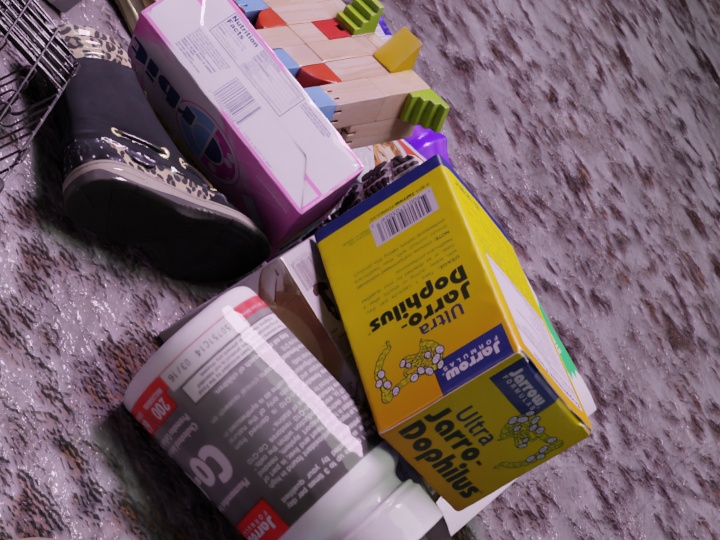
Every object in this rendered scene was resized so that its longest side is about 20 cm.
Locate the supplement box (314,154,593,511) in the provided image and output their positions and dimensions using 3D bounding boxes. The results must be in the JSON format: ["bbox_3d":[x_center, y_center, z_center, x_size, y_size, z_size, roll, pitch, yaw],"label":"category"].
[{"bbox_3d":[0.059,0.040,1.284,0.109,0.109,0.200,47,16,-41],"label":"supplement box"}]

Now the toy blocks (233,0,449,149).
[{"bbox_3d":[-0.046,-0.161,1.515,0.136,0.100,0.200,-14,49,-40],"label":"toy blocks"}]

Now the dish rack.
[{"bbox_3d":[-0.263,-0.134,1.224,0.154,0.054,0.200,50,31,-21],"label":"dish rack"}]

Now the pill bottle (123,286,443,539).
[{"bbox_3d":[-0.049,0.118,1.235,0.200,0.114,0.114,47,24,6],"label":"pill bottle"}]

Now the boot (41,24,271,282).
[{"bbox_3d":[-0.150,-0.084,1.373,0.203,0.073,0.154,26,37,-52],"label":"boot"}]

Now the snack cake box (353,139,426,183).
[{"bbox_3d":[-0.003,-0.077,1.642,0.200,0.067,0.115,39,30,-36],"label":"snack cake box"}]

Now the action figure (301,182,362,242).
[{"bbox_3d":[0.000,0.000,1.504,0.201,0.118,0.102,66,11,-1],"label":"action figure"}]

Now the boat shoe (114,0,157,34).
[{"bbox_3d":[-0.157,-0.226,1.526,0.201,0.063,0.073,54,25,-10],"label":"boat shoe"}]

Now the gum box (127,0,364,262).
[{"bbox_3d":[-0.095,-0.117,1.419,0.066,0.114,0.200,-36,85,-24],"label":"gum box"}]

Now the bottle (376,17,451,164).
[{"bbox_3d":[0.028,-0.151,1.783,0.201,0.065,0.083,61,26,4],"label":"bottle"}]

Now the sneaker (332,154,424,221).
[{"bbox_3d":[0.012,0.001,1.421,0.085,0.200,0.077,23,29,-15],"label":"sneaker"}]

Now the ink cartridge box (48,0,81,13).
[{"bbox_3d":[-0.249,-0.288,1.380,0.200,0.104,0.059,40,30,-35],"label":"ink cartridge box"}]

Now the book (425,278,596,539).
[{"bbox_3d":[0.087,0.100,1.455,0.200,0.048,0.134,-35,97,-42],"label":"book"}]

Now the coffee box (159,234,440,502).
[{"bbox_3d":[-0.033,0.093,1.339,0.200,0.114,0.080,59,23,-2],"label":"coffee box"}]

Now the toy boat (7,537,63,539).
[{"bbox_3d":[-0.164,0.211,0.990,0.200,0.130,0.131,6,87,-59],"label":"toy boat"}]
